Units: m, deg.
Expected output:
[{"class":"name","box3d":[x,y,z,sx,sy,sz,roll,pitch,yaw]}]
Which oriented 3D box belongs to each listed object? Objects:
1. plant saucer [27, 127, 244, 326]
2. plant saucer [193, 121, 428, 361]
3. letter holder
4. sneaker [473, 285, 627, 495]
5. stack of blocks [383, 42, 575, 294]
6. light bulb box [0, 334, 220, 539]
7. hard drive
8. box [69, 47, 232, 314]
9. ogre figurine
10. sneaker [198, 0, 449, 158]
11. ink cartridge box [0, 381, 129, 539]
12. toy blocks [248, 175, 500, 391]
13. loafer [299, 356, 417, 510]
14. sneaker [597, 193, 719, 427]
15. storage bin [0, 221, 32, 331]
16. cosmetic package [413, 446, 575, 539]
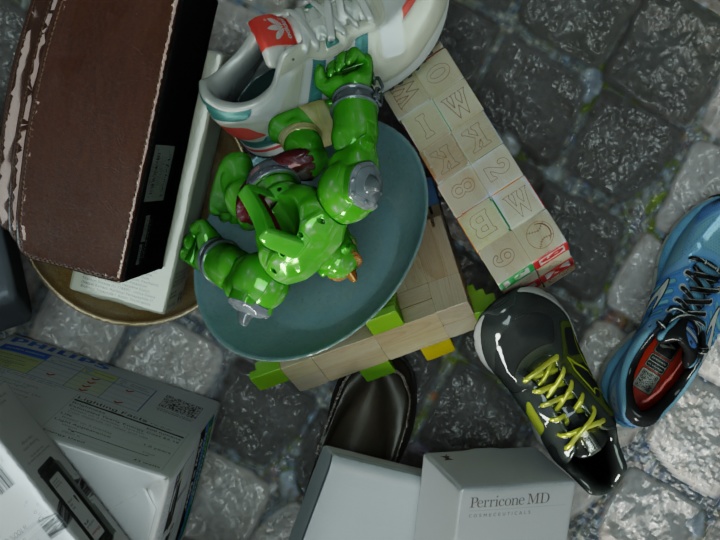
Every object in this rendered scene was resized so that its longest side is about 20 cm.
[{"class":"plant saucer","box3d":[-0.181,-0.058,1.001,0.196,0.035,0.204,0,96,5]},{"class":"plant saucer","box3d":[-0.031,-0.019,0.913,0.198,0.039,0.204,-16,55,24]},{"class":"letter holder","box3d":[-0.196,-0.111,0.861,0.140,0.101,0.203,14,97,5]},{"class":"sneaker","box3d":[0.154,0.092,0.931,0.074,0.085,0.201,-37,128,0]},{"class":"stack of blocks","box3d":[0.084,-0.079,0.939,0.058,0.115,0.202,-31,76,6]},{"class":"light bulb box","box3d":[-0.228,0.153,0.947,0.195,0.200,0.127,18,99,2]},{"class":"hard drive","box3d":[0.039,0.224,0.982,0.197,0.027,0.134,17,98,-24]},{"class":"box","box3d":[-0.157,-0.075,0.945,0.081,0.068,0.203,16,97,2]},{"class":"ogre figurine","box3d":[-0.051,-0.045,0.851,0.198,0.121,0.098,-30,136,9]},{"class":"sneaker","box3d":[-0.028,-0.159,0.874,0.198,0.093,0.071,-33,63,16]},{"class":"ink cartridge box","box3d":[-0.225,0.192,0.817,0.115,0.068,0.201,-36,94,8]},{"class":"toy blocks","box3d":[0.000,0.000,0.960,0.197,0.100,0.138,-20,61,7]},{"class":"loafer","box3d":[-0.003,0.161,0.996,0.072,0.071,0.203,16,98,2]},{"class":"sneaker","box3d":[0.255,0.039,0.954,0.077,0.090,0.202,25,97,1]},{"class":"storage bin","box3d":[-0.340,-0.023,0.968,0.132,0.146,0.203,-13,77,-8]},{"class":"cosmetic package","box3d":[0.095,0.245,0.956,0.100,0.071,0.204,0,104,-21]}]
